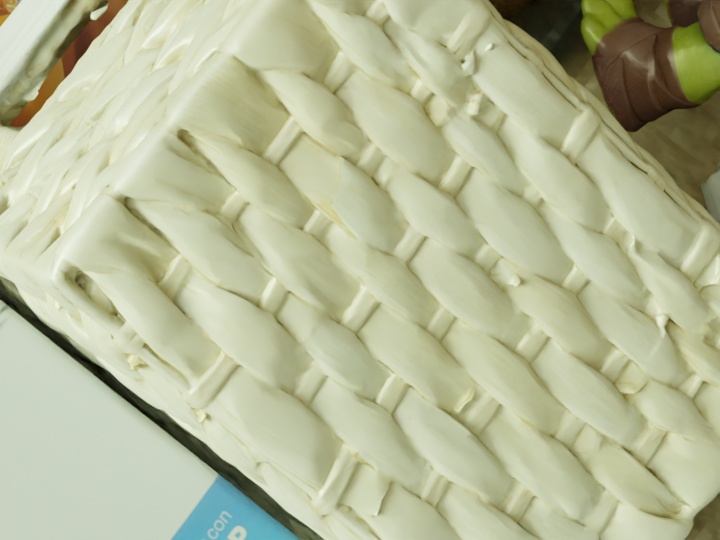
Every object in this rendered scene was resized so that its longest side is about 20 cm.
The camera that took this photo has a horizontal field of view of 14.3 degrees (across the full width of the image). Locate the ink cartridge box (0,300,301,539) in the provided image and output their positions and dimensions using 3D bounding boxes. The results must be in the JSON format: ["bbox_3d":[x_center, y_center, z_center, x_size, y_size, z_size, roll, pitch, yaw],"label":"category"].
[{"bbox_3d":[-0.119,0.057,0.757,0.200,0.145,0.084,39,73,-7],"label":"ink cartridge box"}]

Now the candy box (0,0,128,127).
[{"bbox_3d":[-0.112,-0.131,0.798,0.056,0.116,0.201,49,126,58],"label":"candy box"}]

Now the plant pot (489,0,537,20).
[{"bbox_3d":[0.025,-0.152,0.827,0.186,0.186,0.200,48,115,16],"label":"plant pot"}]

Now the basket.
[{"bbox_3d":[0.000,0.000,0.742,0.200,0.123,0.136,41,84,-24],"label":"basket"}]

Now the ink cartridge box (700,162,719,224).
[{"bbox_3d":[0.197,0.045,0.787,0.146,0.083,0.201,-19,81,19],"label":"ink cartridge box"}]

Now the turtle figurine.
[{"bbox_3d":[0.151,-0.091,0.800,0.161,0.200,0.064,-16,119,39],"label":"turtle figurine"}]
